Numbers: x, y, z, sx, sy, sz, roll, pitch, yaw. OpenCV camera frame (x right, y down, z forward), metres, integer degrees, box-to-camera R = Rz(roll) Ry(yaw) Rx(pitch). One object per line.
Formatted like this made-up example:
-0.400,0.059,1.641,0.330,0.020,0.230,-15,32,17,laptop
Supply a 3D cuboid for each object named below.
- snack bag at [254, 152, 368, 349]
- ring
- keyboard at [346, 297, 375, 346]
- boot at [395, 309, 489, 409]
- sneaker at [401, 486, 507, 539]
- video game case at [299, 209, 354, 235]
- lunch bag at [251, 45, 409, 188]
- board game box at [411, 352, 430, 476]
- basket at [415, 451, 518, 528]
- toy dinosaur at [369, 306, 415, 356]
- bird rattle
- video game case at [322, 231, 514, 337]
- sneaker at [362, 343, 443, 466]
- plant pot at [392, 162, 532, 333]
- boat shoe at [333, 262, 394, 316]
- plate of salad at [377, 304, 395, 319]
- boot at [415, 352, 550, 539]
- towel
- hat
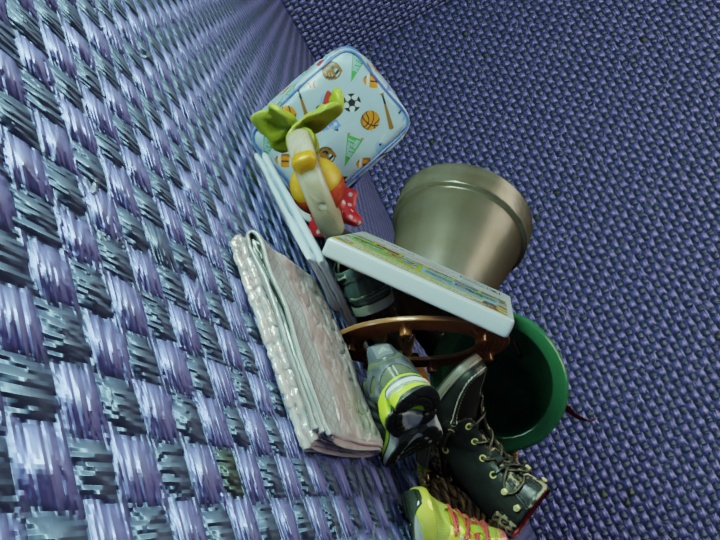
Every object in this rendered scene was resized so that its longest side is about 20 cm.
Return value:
-0.057,-0.018,0.811,0.189,0.021,0.200,59,-4,37,snack bag
0.067,0.089,0.778,0.200,0.199,0.019,50,36,-62,ring
-0.009,0.046,1.022,0.201,0.039,0.104,-100,176,-50,keyboard
0.121,0.117,1.009,0.163,0.073,0.198,56,8,-12,boot
0.111,0.294,0.755,0.200,0.090,0.078,58,11,-32,sneaker
-0.016,-0.050,1.018,0.143,0.018,0.200,29,3,7,video game case
-0.041,-0.186,0.931,0.160,0.200,0.076,47,11,-21,lunch bag
0.083,0.195,0.963,0.200,0.030,0.096,-95,-175,-76,board game box
0.169,0.276,1.000,0.143,0.148,0.200,62,7,-15,basket
0.055,0.113,0.950,0.106,0.060,0.201,48,28,-73,toy dinosaur
-0.057,-0.101,0.814,0.163,0.112,0.201,-101,180,-59,bird rattle
0.070,0.008,0.755,0.199,0.023,0.182,25,9,8,video game case
0.041,0.143,0.736,0.200,0.074,0.081,89,-23,-54,sneaker
0.120,-0.015,0.948,0.200,0.199,0.174,59,42,-36,plant pot
0.000,0.000,0.872,0.200,0.073,0.062,-113,180,-76,boat shoe
0.048,0.073,1.119,0.200,0.048,0.201,-14,90,-86,plate of salad
0.143,0.199,0.771,0.150,0.073,0.201,40,-43,29,boot
-0.044,0.074,0.646,0.201,0.032,0.191,68,8,20,towel
0.197,0.156,0.930,0.201,0.165,0.176,60,9,14,hat
